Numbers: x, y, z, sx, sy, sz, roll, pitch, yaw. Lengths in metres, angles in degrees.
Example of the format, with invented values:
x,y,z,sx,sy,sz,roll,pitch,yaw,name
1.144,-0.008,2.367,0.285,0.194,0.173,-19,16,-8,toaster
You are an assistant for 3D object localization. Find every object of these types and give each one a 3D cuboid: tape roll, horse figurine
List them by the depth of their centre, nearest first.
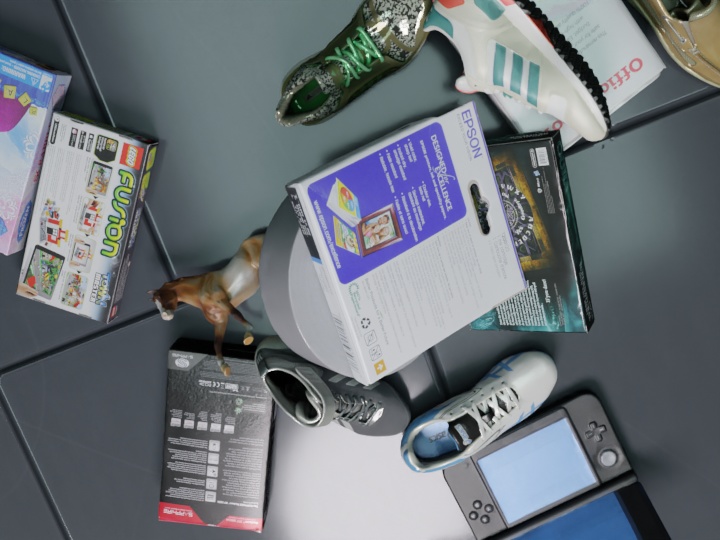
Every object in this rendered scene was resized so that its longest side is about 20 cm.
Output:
x,y,z,sx,sy,sz,roll,pitch,yaw,name
0.000,0.000,0.797,0.197,0.066,0.206,-5,99,-35,tape roll
-0.115,0.013,0.843,0.199,0.133,0.050,-39,142,-4,horse figurine

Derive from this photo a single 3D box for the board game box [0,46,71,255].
x,y,z,sx,sy,sz,roll,pitch,yaw,name
-0.430,-0.148,0.853,0.196,0.041,0.203,21,102,-1,board game box

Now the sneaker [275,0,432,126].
x,y,z,sx,sy,sz,roll,pitch,yaw,name
-0.010,-0.195,0.773,0.199,0.089,0.077,-37,104,31,sneaker

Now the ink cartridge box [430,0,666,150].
x,y,z,sx,sy,sz,roll,pitch,yaw,name
0.172,-0.231,0.783,0.146,0.086,0.201,-36,100,11,ink cartridge box

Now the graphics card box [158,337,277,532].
x,y,z,sx,sy,sz,roll,pitch,yaw,name
-0.158,0.184,0.904,0.122,0.051,0.205,6,103,1,graphics card box

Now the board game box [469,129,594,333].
x,y,z,sx,sy,sz,roll,pitch,yaw,name
0.151,-0.033,0.806,0.133,0.028,0.204,0,116,35,board game box

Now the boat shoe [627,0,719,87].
x,y,z,sx,sy,sz,roll,pitch,yaw,name
0.321,-0.245,0.775,0.198,0.076,0.072,36,99,-9,boat shoe

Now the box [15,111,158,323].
x,y,z,sx,sy,sz,roll,pitch,yaw,name
-0.295,-0.056,0.869,0.108,0.035,0.204,17,102,-1,box

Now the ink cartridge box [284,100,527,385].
x,y,z,sx,sy,sz,roll,pitch,yaw,name
0.049,-0.028,0.753,0.197,0.043,0.202,-27,109,-22,ink cartridge box

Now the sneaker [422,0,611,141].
x,y,z,sx,sy,sz,roll,pitch,yaw,name
0.139,-0.182,0.728,0.200,0.071,0.093,46,121,-8,sneaker

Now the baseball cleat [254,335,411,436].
x,y,z,sx,sy,sz,roll,pitch,yaw,name
-0.026,0.142,0.840,0.197,0.107,0.070,27,107,-20,baseball cleat

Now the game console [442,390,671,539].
x,y,z,sx,sy,sz,roll,pitch,yaw,name
0.209,0.259,0.868,0.197,0.118,0.173,-27,100,8,game console

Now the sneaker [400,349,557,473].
x,y,z,sx,sy,sz,roll,pitch,yaw,name
0.131,0.159,0.875,0.198,0.073,0.073,-35,97,8,sneaker
